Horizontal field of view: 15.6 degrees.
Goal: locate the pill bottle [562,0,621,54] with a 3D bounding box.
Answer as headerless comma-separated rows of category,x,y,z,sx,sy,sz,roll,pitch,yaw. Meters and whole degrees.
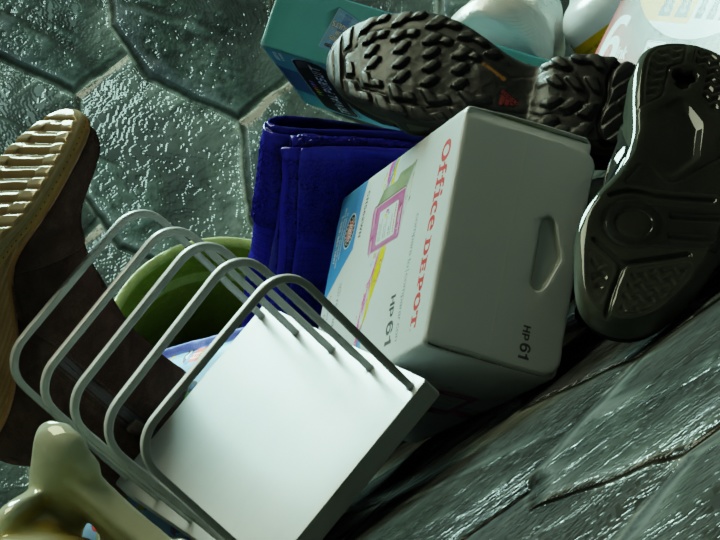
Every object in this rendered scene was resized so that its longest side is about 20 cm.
pill bottle,0.203,-0.146,1.735,0.104,0.200,0.104,-36,2,1

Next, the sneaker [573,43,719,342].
sneaker,0.155,-0.016,1.379,0.200,0.076,0.114,-74,-12,-45

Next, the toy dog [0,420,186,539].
toy dog,-0.196,0.201,1.347,0.200,0.140,0.194,-37,-12,-38

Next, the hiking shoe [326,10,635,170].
hiking shoe,0.076,-0.090,1.547,0.101,0.199,0.076,68,-139,-62

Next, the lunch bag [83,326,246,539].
lunch bag,-0.097,0.117,1.591,0.200,0.094,0.151,-26,40,52

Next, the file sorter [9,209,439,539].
file sorter,-0.084,0.062,1.440,0.139,0.125,0.200,-51,29,-10

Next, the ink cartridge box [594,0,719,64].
ink cartridge box,0.234,-0.163,1.532,0.176,0.084,0.200,-64,19,-2

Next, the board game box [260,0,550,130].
board game box,0.048,-0.118,1.698,0.151,0.199,0.047,48,-119,-76

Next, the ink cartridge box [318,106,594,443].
ink cartridge box,0.048,0.006,1.521,0.200,0.084,0.145,148,135,-64

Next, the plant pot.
plant pot,-0.111,0.101,2.030,0.200,0.200,0.184,-37,-10,-22

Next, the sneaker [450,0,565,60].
sneaker,0.104,-0.165,1.757,0.200,0.075,0.089,53,-126,-75

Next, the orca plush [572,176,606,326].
orca plush,0.125,-0.004,1.572,0.200,0.105,0.071,-8,61,47

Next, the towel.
towel,0.000,0.000,1.673,0.050,0.147,0.200,-102,18,-58

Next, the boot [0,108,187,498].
boot,-0.165,0.024,1.546,0.072,0.166,0.200,16,77,53
